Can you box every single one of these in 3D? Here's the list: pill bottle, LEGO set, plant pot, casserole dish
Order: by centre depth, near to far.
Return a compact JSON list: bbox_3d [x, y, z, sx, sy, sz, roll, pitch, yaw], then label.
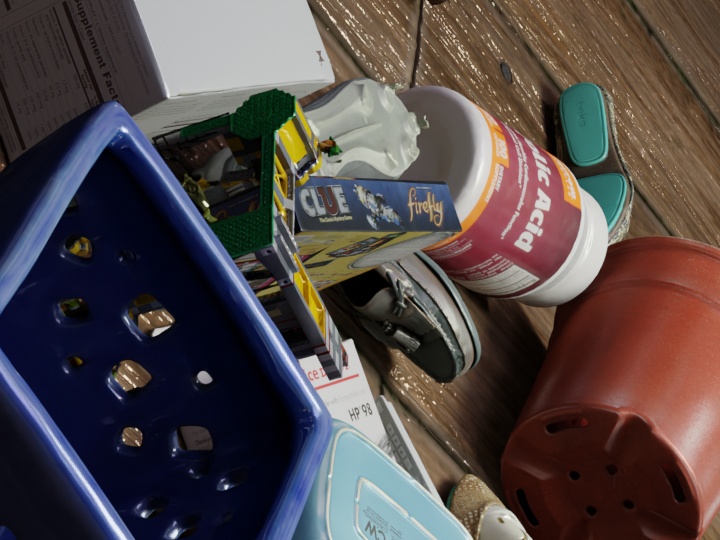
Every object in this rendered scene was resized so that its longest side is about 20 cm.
[{"bbox_3d":[-0.153,0.075,1.023,0.200,0.180,0.200,58,28,-21],"label":"plant pot"},{"bbox_3d":[-0.090,0.007,1.194,0.154,0.200,0.116,-104,171,-50],"label":"LEGO set"},{"bbox_3d":[0.011,0.156,1.277,0.200,0.039,0.121,43,37,-36],"label":"casserole dish"},{"bbox_3d":[0.088,-0.045,1.628,0.200,0.114,0.114,27,48,-52],"label":"pill bottle"},{"bbox_3d":[0.202,0.108,1.662,0.201,0.201,0.195,60,35,-15],"label":"plant pot"}]

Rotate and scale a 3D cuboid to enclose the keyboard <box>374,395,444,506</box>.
[{"bbox_3d":[0.038,0.170,1.382,0.011,0.056,0.200,9,44,-45],"label":"keyboard"}]

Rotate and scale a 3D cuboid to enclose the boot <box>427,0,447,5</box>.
[{"bbox_3d":[0.024,-0.330,1.795,0.200,0.064,0.187,48,30,-26],"label":"boot"}]

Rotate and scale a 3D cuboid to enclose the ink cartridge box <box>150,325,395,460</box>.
[{"bbox_3d":[-0.037,0.112,1.335,0.116,0.067,0.200,-14,84,-62],"label":"ink cartridge box"}]

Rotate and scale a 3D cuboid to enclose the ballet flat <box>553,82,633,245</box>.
[{"bbox_3d":[0.195,-0.068,1.912,0.075,0.068,0.200,64,20,-45],"label":"ballet flat"}]

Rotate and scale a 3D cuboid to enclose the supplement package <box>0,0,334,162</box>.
[{"bbox_3d":[-0.128,-0.155,1.319,0.200,0.111,0.156,-15,84,-64],"label":"supplement package"}]

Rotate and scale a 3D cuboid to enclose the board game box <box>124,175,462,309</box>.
[{"bbox_3d":[-0.045,-0.015,1.340,0.200,0.135,0.035,-1,71,-62],"label":"board game box"}]

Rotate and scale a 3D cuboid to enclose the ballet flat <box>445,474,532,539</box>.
[{"bbox_3d":[0.087,0.207,1.495,0.071,0.065,0.200,49,32,-33],"label":"ballet flat"}]

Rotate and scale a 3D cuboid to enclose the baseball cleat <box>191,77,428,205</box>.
[{"bbox_3d":[-0.039,-0.072,1.423,0.200,0.106,0.070,-18,90,-63],"label":"baseball cleat"}]

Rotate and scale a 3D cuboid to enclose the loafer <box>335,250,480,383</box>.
[{"bbox_3d":[0.000,0.000,1.505,0.200,0.072,0.063,54,48,-11],"label":"loafer"}]
